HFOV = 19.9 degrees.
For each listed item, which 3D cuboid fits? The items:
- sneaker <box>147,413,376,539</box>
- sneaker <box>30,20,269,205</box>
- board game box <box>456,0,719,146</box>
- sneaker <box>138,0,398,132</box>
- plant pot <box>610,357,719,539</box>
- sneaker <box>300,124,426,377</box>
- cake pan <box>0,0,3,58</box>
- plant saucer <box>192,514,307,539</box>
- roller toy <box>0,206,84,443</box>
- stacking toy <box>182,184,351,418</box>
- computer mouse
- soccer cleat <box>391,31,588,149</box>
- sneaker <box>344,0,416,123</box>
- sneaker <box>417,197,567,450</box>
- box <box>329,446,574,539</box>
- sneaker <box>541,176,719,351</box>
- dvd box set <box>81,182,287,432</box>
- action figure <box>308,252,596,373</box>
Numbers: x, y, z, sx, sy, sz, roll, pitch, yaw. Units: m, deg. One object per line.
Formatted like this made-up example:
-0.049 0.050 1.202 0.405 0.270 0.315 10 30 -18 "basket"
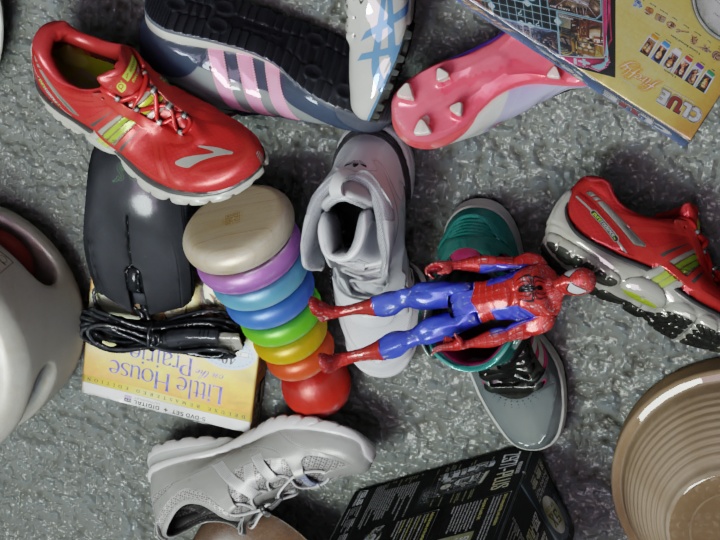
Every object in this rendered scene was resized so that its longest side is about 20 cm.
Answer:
-0.076 0.168 1.592 0.200 0.082 0.075 -15 147 28 "sneaker"
-0.158 -0.115 1.456 0.200 0.077 0.085 27 156 18 "sneaker"
0.172 -0.194 1.379 0.200 0.035 0.136 33 89 1 "board game box"
-0.068 -0.139 1.495 0.200 0.070 0.082 25 138 4 "sneaker"
0.278 0.172 1.500 0.200 0.093 0.201 6 114 14 "plant pot"
0.000 0.000 1.495 0.075 0.115 0.201 4 113 15 "sneaker"
-0.357 -0.200 1.558 0.200 0.037 0.201 6 114 14 "cake pan"
-0.079 0.288 1.636 0.200 0.032 0.201 19 119 37 "plant saucer"
-0.319 0.046 1.587 0.182 0.140 0.201 -5 109 21 "roller toy"
-0.061 0.035 1.529 0.085 0.086 0.200 -7 131 19 "stacking toy"
-0.159 -0.021 1.534 0.138 0.053 0.201 4 111 16 "computer mouse"
0.115 -0.140 1.441 0.200 0.076 0.067 -23 83 6 "soccer cleat"
0.006 -0.204 1.423 0.072 0.072 0.201 5 100 1 "sneaker"
0.099 0.059 1.488 0.083 0.121 0.201 -12 108 20 "sneaker"
0.056 0.227 1.525 0.163 0.200 0.086 -18 107 21 "box"
0.228 -0.003 1.447 0.200 0.077 0.085 29 79 -11 "sneaker"
-0.139 0.018 1.590 0.146 0.029 0.201 14 114 10 "dvd box set"
0.065 0.026 1.414 0.199 0.052 0.066 -12 73 11 "action figure"
